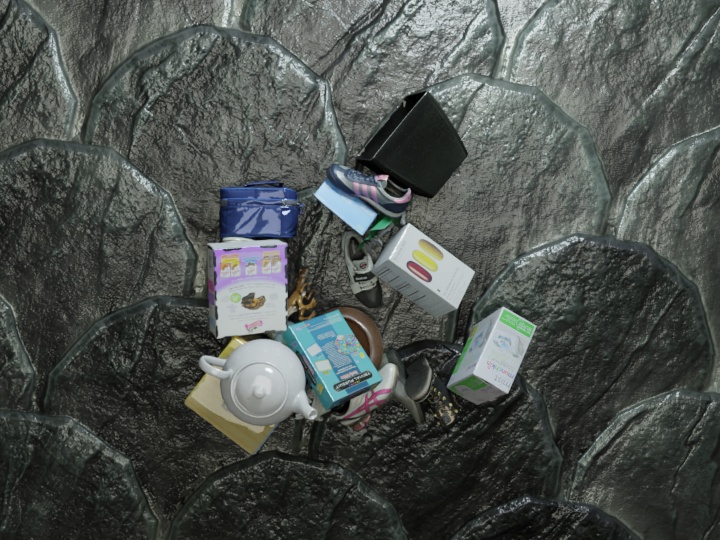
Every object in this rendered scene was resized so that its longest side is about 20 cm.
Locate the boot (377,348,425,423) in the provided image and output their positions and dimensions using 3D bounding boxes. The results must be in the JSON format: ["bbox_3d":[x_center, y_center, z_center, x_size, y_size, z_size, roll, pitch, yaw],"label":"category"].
[{"bbox_3d":[0.068,0.301,1.755,0.130,0.068,0.201,-28,90,10],"label":"boot"}]

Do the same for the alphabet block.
[{"bbox_3d":[-0.260,0.274,1.673,0.200,0.195,0.197,38,89,-2],"label":"alphabet block"}]

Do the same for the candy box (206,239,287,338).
[{"bbox_3d":[-0.250,0.039,1.592,0.167,0.071,0.202,-5,103,-25],"label":"candy box"}]

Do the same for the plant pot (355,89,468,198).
[{"bbox_3d":[0.131,-0.279,1.668,0.177,0.200,0.200,39,91,-13],"label":"plant pot"}]

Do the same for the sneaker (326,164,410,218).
[{"bbox_3d":[0.023,-0.198,1.604,0.199,0.082,0.070,26,47,-9],"label":"sneaker"}]

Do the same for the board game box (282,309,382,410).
[{"bbox_3d":[-0.064,0.199,1.625,0.150,0.047,0.201,-16,64,-40],"label":"board game box"}]

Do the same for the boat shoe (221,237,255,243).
[{"bbox_3d":[-0.246,-0.024,1.670,0.074,0.200,0.063,-3,66,35],"label":"boat shoe"}]

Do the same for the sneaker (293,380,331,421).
[{"bbox_3d":[-0.093,0.290,1.709,0.081,0.075,0.201,20,130,-11],"label":"sneaker"}]

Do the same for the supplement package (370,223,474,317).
[{"bbox_3d":[0.145,0.003,1.684,0.199,0.109,0.114,35,65,-11],"label":"supplement package"}]

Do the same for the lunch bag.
[{"bbox_3d":[-0.231,-0.143,1.683,0.198,0.136,0.133,-1,93,0],"label":"lunch bag"}]

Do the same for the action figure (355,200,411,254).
[{"bbox_3d":[0.070,-0.117,1.690,0.055,0.118,0.200,46,49,-9],"label":"action figure"}]

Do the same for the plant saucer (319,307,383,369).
[{"bbox_3d":[-0.045,0.189,1.729,0.199,0.034,0.202,-1,87,12],"label":"plant saucer"}]

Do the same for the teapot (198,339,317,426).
[{"bbox_3d":[-0.212,0.240,1.506,0.199,0.146,0.199,-20,92,0],"label":"teapot"}]

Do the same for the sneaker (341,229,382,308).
[{"bbox_3d":[0.000,0.000,1.721,0.074,0.089,0.201,-21,94,-2],"label":"sneaker"}]

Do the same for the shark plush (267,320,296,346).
[{"bbox_3d":[-0.197,0.120,1.741,0.083,0.091,0.200,-40,66,0],"label":"shark plush"}]

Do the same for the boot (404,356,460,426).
[{"bbox_3d":[0.171,0.298,1.687,0.073,0.200,0.151,-35,98,7],"label":"boot"}]

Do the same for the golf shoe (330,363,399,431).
[{"bbox_3d":[0.012,0.292,1.685,0.092,0.073,0.200,31,108,-21],"label":"golf shoe"}]

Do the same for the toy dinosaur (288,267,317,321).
[{"bbox_3d":[-0.161,0.088,1.713,0.106,0.061,0.201,20,61,24],"label":"toy dinosaur"}]

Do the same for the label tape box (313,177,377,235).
[{"bbox_3d":[-0.031,-0.152,1.655,0.143,0.200,0.066,38,94,-3],"label":"label tape box"}]

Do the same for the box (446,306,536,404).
[{"bbox_3d":[0.301,0.204,1.657,0.096,0.200,0.177,30,70,-1],"label":"box"}]
